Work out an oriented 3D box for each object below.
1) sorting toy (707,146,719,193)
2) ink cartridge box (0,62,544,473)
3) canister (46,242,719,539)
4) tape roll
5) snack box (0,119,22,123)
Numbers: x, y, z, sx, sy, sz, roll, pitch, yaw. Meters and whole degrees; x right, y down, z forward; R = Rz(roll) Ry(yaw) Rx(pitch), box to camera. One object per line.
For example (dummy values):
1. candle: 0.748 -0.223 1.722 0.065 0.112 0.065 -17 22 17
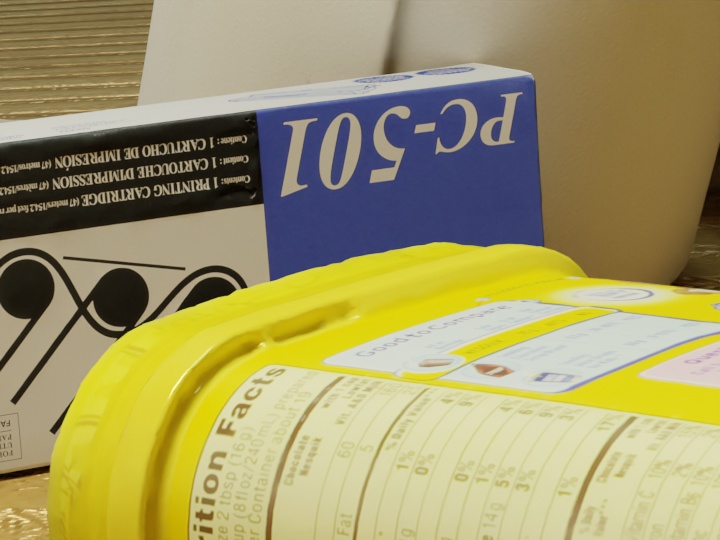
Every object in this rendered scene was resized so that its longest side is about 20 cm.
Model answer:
1. sorting toy: 0.197 -0.106 1.160 0.185 0.037 0.200 -7 -33 -14
2. ink cartridge box: -0.044 -0.002 0.864 0.200 0.094 0.044 -8 11 -23
3. canister: 0.063 0.051 0.550 0.200 0.087 0.148 6 15 41
4. tape roll: 0.030 -0.089 1.012 0.202 0.139 0.203 9 29 -5
5. snack box: -0.111 -0.030 1.142 0.200 0.024 0.072 6 -25 45
